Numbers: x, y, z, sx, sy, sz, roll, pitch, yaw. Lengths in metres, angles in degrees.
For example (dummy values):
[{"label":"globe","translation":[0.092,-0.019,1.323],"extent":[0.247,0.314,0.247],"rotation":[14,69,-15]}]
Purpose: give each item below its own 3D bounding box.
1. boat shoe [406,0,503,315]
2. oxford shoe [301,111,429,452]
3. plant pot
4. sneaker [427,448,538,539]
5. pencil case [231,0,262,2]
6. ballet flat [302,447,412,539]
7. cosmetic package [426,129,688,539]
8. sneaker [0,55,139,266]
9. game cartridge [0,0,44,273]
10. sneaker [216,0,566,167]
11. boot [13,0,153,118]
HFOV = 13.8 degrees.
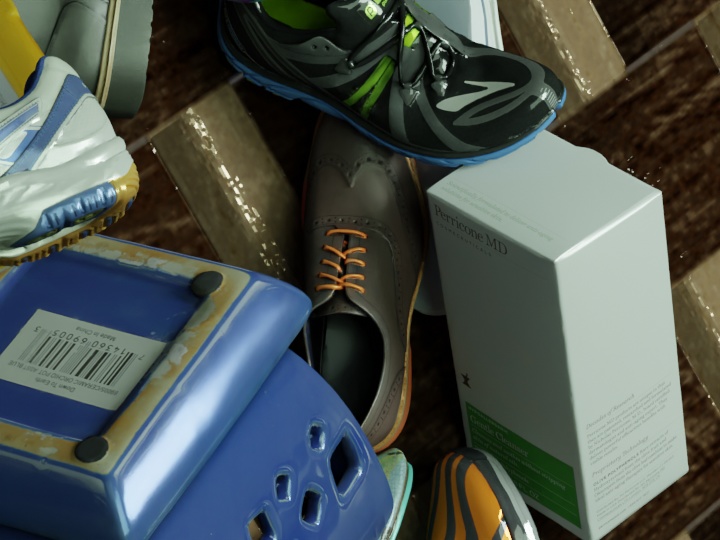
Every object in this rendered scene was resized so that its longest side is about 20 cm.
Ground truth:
[{"label":"boat shoe","translation":[0.056,-0.077,1.672],"extent":[0.065,0.073,0.202],"rotation":[-13,108,-62]},{"label":"oxford shoe","translation":[0.000,0.000,1.619],"extent":[0.071,0.073,0.202],"rotation":[-4,87,8]},{"label":"plant pot","translation":[-0.121,0.098,1.434],"extent":[0.200,0.199,0.181],"rotation":[-53,144,-36]},{"label":"sneaker","translation":[0.041,0.202,1.629],"extent":[0.111,0.077,0.202],"rotation":[-7,90,-30]},{"label":"pencil case","translation":[-0.027,-0.217,1.586],"extent":[0.092,0.085,0.200],"rotation":[40,37,6]},{"label":"ballet flat","translation":[-0.031,0.181,1.606],"extent":[0.074,0.074,0.201],"rotation":[26,72,-25]},{"label":"cosmetic package","translation":[0.110,0.034,1.627],"extent":[0.085,0.107,0.201],"rotation":[-33,131,-26]},{"label":"sneaker","translation":[-0.204,-0.032,1.358],"extent":[0.199,0.075,0.089],"rotation":[-24,82,-24]},{"label":"game cartridge","translation":[-0.235,-0.071,1.446],"extent":[0.176,0.033,0.200],"rotation":[-27,63,-14]},{"label":"sneaker","translation":[0.013,-0.117,1.592],"extent":[0.199,0.083,0.071],"rotation":[21,56,12]},{"label":"boot","translation":[-0.179,-0.185,1.552],"extent":[0.137,0.077,0.201],"rotation":[4,74,-16]}]
